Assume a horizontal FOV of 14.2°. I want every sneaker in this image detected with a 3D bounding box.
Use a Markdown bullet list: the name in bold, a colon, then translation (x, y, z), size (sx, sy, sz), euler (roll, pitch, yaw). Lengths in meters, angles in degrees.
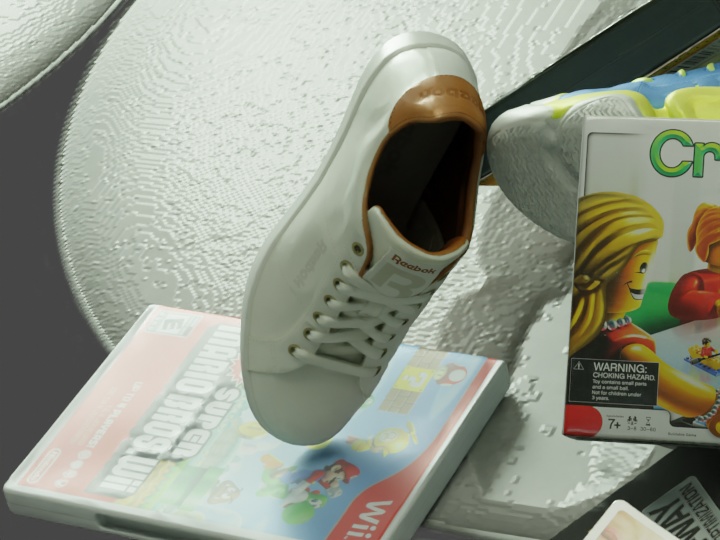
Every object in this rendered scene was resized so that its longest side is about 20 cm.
- **sneaker**: translation (0.000, 0.000, 1.252), size (0.072, 0.201, 0.085), euler (12, 24, -18)
- **sneaker**: translation (0.158, -0.056, 1.220), size (0.199, 0.076, 0.105), euler (7, 36, 27)

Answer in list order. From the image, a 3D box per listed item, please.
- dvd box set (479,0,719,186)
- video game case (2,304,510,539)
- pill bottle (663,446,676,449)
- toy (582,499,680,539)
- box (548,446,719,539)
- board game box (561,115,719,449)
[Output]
- **dvd box set**: translation (0.140, -0.085, 1.337), size (0.146, 0.030, 0.200), euler (-33, -12, 24)
- **video game case**: translation (-0.048, 0.077, 1.341), size (0.199, 0.018, 0.143), euler (8, 42, 28)
- **pill bottle**: translation (0.216, 0.046, 1.206), size (0.199, 0.115, 0.114), euler (13, 44, 32)
- **toy**: translation (0.072, 0.185, 1.010), size (0.115, 0.047, 0.200), euler (35, 79, 25)
- **box**: translation (0.130, 0.164, 1.097), size (0.157, 0.050, 0.200), euler (-35, 37, 3)
- **board game box**: translation (0.181, 0.008, 1.115), size (0.199, 0.127, 0.035), euler (2, -6, 13)
